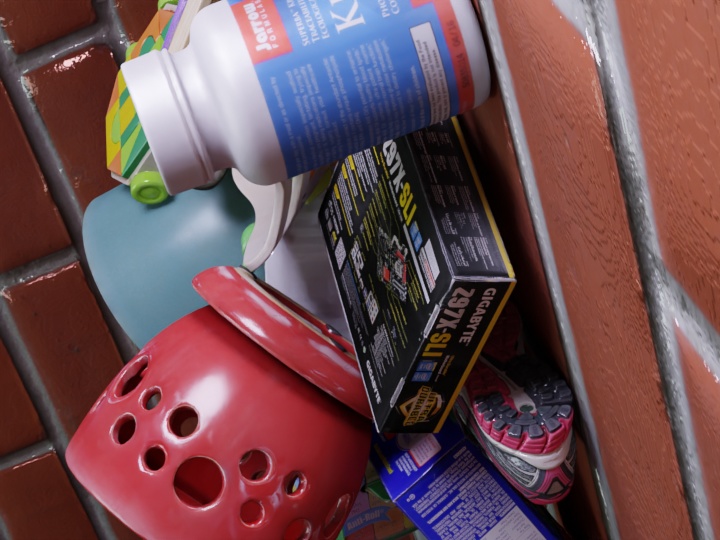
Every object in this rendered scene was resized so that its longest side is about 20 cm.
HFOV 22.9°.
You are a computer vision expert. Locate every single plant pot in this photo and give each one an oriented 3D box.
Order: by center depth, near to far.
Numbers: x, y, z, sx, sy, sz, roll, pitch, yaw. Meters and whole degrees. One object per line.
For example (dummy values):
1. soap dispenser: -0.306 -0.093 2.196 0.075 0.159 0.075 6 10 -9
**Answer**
1. plant pot: -0.080 0.113 1.266 0.200 0.183 0.200 37 -179 -1
2. plant pot: -0.117 -0.022 1.550 0.201 0.160 0.201 46 -157 -26

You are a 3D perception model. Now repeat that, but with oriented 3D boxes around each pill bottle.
1. pill bottle: -0.033 -0.116 1.040 0.112 0.199 0.113 159 90 -85

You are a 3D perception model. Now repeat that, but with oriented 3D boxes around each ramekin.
1. ramekin: 0.000 0.000 1.428 0.200 0.097 0.202 -3 -90 -73

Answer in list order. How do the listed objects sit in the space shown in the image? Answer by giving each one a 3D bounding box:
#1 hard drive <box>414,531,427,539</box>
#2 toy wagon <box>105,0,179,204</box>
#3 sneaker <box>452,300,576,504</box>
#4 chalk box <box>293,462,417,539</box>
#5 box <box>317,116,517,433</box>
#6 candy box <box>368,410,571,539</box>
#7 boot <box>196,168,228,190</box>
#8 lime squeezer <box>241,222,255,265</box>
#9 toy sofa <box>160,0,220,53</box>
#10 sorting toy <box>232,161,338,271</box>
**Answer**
1. hard drive: 0.115 0.270 1.642 0.139 0.033 0.201 25 155 28
2. toy wagon: -0.156 -0.158 1.465 0.200 0.039 0.156 -48 39 43
3. sneaker: 0.089 0.084 1.225 0.200 0.080 0.075 -117 12 -56
4. chalk box: 0.011 0.153 1.527 0.200 0.124 0.125 -137 34 -57
5. box: 0.031 -0.017 1.179 0.160 0.049 0.201 115 149 -43
6. candy box: 0.092 0.185 1.331 0.200 0.077 0.169 50 -179 -20
7. boot: -0.114 -0.158 1.328 0.131 0.067 0.202 -139 58 -81
8. lime squeezer: -0.092 -0.043 1.429 0.038 0.070 0.202 -9 -77 -67
9. toy sofa: -0.077 -0.197 1.169 0.097 0.082 0.201 30 101 53
10. sorting toy: -0.049 -0.098 1.276 0.201 0.106 0.181 102 -175 -47
